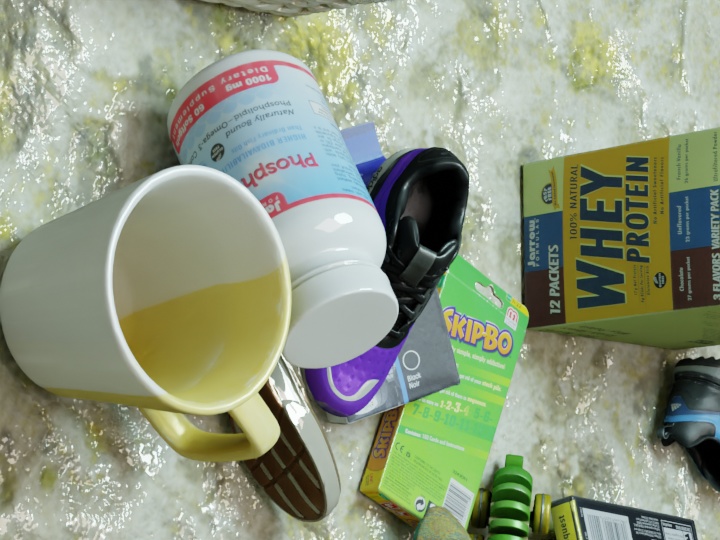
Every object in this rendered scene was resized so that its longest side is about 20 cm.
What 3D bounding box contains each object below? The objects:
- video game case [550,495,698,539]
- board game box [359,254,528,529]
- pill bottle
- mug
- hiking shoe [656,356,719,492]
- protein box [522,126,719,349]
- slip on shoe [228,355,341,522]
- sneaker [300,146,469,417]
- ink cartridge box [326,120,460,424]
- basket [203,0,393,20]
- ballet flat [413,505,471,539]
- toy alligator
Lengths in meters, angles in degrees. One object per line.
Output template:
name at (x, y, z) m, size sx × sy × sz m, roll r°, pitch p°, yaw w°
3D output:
video game case at (0.223, 0.275, 1.871) m, size 0.199 × 0.025 × 0.182 m, roll 17°, pitch 57°, yaw -52°
board game box at (0.066, 0.095, 1.789) m, size 0.095 × 0.030 × 0.201 m, roll 37°, pitch 62°, yaw -34°
pill bottle at (-0.048, -0.040, 1.582) m, size 0.108 × 0.109 × 0.201 m, roll 10°, pitch 44°, yaw -43°
mug at (-0.144, 0.037, 1.499) m, size 0.149 × 0.152 × 0.188 m, roll -10°, pitch 91°, yaw -45°
hiking shoe at (0.322, 0.156, 2.014) m, size 0.200 × 0.074 × 0.087 m, roll 37°, pitch 66°, yaw -24°
protein box at (0.265, -0.020, 1.883) m, size 0.198 × 0.199 × 0.136 m, roll 8°, pitch 78°, yaw -44°
slip on shoe at (-0.062, 0.075, 1.636) m, size 0.061 × 0.076 × 0.201 m, roll -39°, pitch 103°, yaw -42°
sneaker at (0.020, 0.003, 1.643) m, size 0.069 × 0.099 × 0.201 m, roll 25°, pitch 79°, yaw -20°
ink cartridge box at (0.000, 0.000, 1.711) m, size 0.099 × 0.039 × 0.202 m, roll -19°, pitch 96°, yaw -24°
basket at (-0.070, -0.256, 1.640) m, size 0.199 × 0.123 × 0.137 m, roll 8°, pitch 78°, yaw -45°
ballet flat at (0.069, 0.256, 1.673) m, size 0.071 × 0.070 × 0.201 m, roll 32°, pitch 52°, yaw -37°
toy alligator at (0.106, 0.213, 1.761) m, size 0.054 × 0.059 × 0.201 m, roll 90°, pitch 8°, yaw -55°
